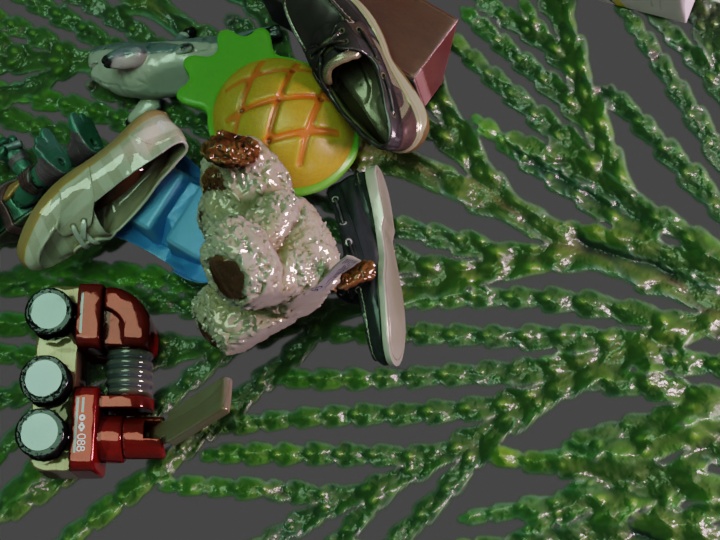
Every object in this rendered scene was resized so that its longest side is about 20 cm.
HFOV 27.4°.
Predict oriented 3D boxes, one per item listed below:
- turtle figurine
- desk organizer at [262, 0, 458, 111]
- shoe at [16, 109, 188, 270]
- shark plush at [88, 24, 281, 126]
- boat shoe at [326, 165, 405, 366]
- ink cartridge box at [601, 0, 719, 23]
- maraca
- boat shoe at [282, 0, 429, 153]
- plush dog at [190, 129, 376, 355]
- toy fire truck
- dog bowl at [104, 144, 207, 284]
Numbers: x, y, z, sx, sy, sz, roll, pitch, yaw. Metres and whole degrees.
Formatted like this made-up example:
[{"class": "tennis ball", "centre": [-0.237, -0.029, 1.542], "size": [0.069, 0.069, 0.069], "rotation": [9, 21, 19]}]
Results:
[{"class": "turtle figurine", "centre": [-0.350, -0.078, 1.469], "size": [0.200, 0.101, 0.150], "rotation": [-31, 26, 29]}, {"class": "desk organizer", "centre": [0.001, -0.248, 1.456], "size": [0.200, 0.072, 0.077], "rotation": [34, 81, 20]}, {"class": "shoe", "centre": [-0.245, -0.070, 1.405], "size": [0.200, 0.070, 0.053], "rotation": [-46, 60, -5]}, {"class": "shark plush", "centre": [-0.183, -0.228, 1.498], "size": [0.199, 0.091, 0.084], "rotation": [-23, 39, 10]}, {"class": "boat shoe", "centre": [-0.001, -0.001, 1.377], "size": [0.066, 0.075, 0.201], "rotation": [-11, 70, 12]}, {"class": "ink cartridge box", "centre": [0.275, -0.314, 1.413], "size": [0.199, 0.068, 0.117], "rotation": [20, 79, 20]}, {"class": "maraca", "centre": [-0.088, -0.154, 1.425], "size": [0.137, 0.107, 0.200], "rotation": [-39, 71, -17]}, {"class": "boat shoe", "centre": [-0.010, -0.195, 1.375], "size": [0.073, 0.065, 0.200], "rotation": [-44, 77, 25]}, {"class": "plush dog", "centre": [-0.088, -0.043, 1.313], "size": [0.160, 0.200, 0.172], "rotation": [-21, 73, -17]}, {"class": "toy fire truck", "centre": [-0.213, 0.101, 1.380], "size": [0.199, 0.129, 0.177], "rotation": [0, 72, 1]}, {"class": "dog bowl", "centre": [-0.175, -0.056, 1.448], "size": [0.199, 0.050, 0.112], "rotation": [29, 81, 20]}]
